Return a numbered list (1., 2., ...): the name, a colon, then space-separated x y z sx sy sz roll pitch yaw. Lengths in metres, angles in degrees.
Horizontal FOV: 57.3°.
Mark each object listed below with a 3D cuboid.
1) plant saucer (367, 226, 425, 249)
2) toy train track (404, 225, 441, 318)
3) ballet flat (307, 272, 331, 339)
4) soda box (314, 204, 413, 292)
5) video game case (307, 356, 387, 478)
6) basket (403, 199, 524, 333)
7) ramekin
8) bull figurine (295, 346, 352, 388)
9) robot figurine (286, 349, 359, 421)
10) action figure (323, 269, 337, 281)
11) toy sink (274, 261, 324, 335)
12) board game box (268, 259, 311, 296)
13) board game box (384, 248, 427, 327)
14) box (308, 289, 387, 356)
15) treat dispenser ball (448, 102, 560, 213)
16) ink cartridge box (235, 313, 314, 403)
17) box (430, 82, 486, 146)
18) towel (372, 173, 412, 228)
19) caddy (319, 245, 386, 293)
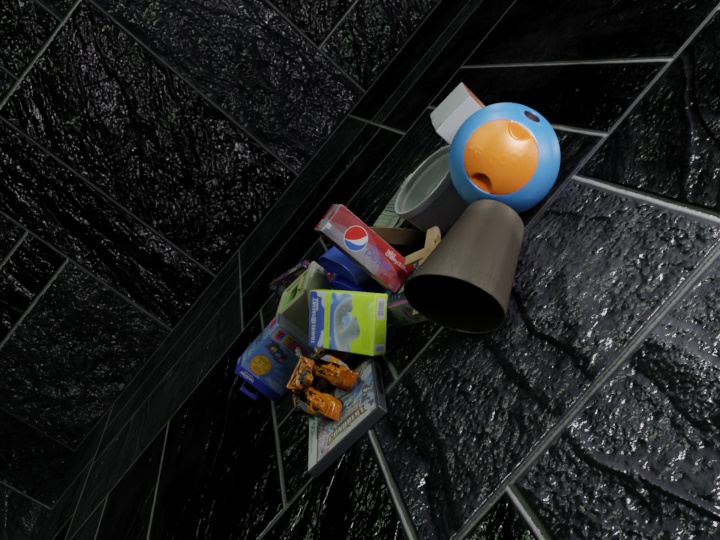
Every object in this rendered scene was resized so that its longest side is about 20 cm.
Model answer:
1. plant saucer: 0.050 -0.072 1.528 0.200 0.199 0.036 176 98 -65
2. toy train track: 0.128 0.005 1.215 0.114 0.032 0.201 -24 39 40
3. ballet flat: -0.084 0.100 1.534 0.067 0.202 0.062 -19 32 -34
4. soda box: 0.008 -0.045 1.311 0.070 0.200 0.063 -52 18 -6
5. video game case: -0.030 0.276 1.278 0.200 0.025 0.181 -46 19 17
6. basket: 0.195 -0.014 1.121 0.179 0.137 0.201 10 50 32
7. ramekin: 0.181 -0.174 1.488 0.200 0.105 0.201 -44 21 21
8. bull figurine: -0.059 0.164 1.437 0.200 0.065 0.122 -52 56 20
9. robot figurine: -0.084 0.227 1.329 0.200 0.058 0.146 7 68 59
10. action figure: -0.030 0.049 1.622 0.134 0.148 0.201 -51 35 39
11. toy sink: -0.122 0.065 1.743 0.200 0.112 0.131 -41 22 29
12. board game box: -0.165 0.043 1.873 0.200 0.120 0.032 -27 26 49
13. board game box: 0.134 0.024 1.302 0.200 0.064 0.148 -24 32 56
14. box: -0.036 0.103 1.351 0.199 0.047 0.123 2 90 39
15. treat dispenser ball: 0.261 -0.201 1.201 0.201 0.201 0.201 -44 20 21
16. ink cartridge box: -0.213 0.227 1.620 0.200 0.136 0.076 -47 16 13
17. box: 0.250 -0.271 1.356 0.097 0.200 0.125 -44 20 20
18. towel: 0.116 -0.181 1.762 0.193 0.034 0.200 -52 19 -3
19. caddy: 0.000 0.000 1.461 0.105 0.142 0.200 -35 30 -20
